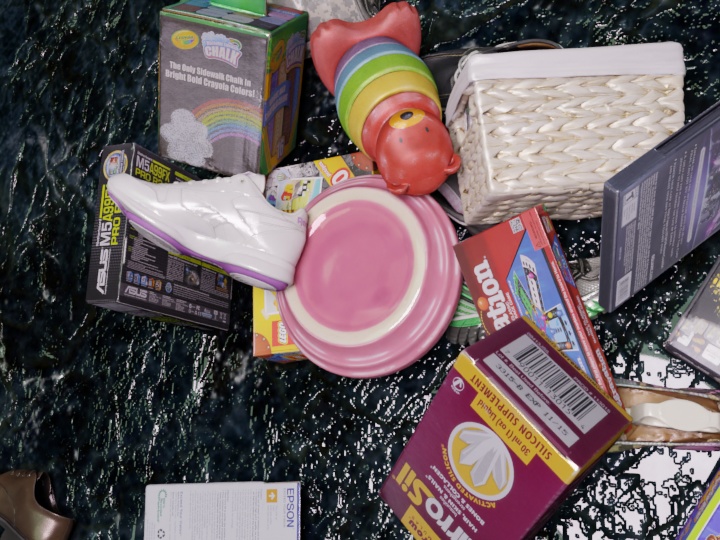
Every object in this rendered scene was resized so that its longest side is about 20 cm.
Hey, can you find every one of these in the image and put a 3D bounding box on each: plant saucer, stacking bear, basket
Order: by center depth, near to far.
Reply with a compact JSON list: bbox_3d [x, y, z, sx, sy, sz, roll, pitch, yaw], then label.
[{"bbox_3d":[0.186,-0.119,0.717,0.195,0.136,0.127,-5,80,-4],"label":"basket"},{"bbox_3d":[0.000,0.000,0.759,0.196,0.051,0.206,-5,75,20],"label":"plant saucer"},{"bbox_3d":[0.033,-0.155,0.769,0.119,0.115,0.202,-16,48,-5],"label":"stacking bear"}]

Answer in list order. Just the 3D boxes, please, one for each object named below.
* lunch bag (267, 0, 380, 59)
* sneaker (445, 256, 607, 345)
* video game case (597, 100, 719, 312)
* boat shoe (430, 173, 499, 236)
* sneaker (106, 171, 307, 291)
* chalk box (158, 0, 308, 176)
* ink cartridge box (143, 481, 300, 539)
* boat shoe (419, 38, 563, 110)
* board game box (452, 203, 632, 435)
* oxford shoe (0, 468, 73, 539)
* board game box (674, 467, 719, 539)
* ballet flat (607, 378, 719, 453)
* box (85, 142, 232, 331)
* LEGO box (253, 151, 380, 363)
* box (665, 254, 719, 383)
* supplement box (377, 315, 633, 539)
[{"bbox_3d":[-0.074,-0.327,0.901,0.195,0.139,0.172,-10,74,21],"label":"lunch bag"},{"bbox_3d":[0.166,0.012,0.743,0.195,0.078,0.087,-13,98,19],"label":"sneaker"},{"bbox_3d":[0.278,-0.067,0.656,0.198,0.144,0.019,-34,49,-16],"label":"video game case"},{"bbox_3d":[0.084,-0.109,0.830,0.067,0.057,0.200,-46,66,7],"label":"boat shoe"},{"bbox_3d":[-0.143,-0.057,0.749,0.196,0.075,0.102,23,78,-3],"label":"sneaker"},{"bbox_3d":[-0.132,-0.219,0.823,0.122,0.124,0.204,15,118,9],"label":"chalk box"},{"bbox_3d":[-0.144,0.331,0.834,0.195,0.043,0.202,-6,74,19],"label":"ink cartridge box"},{"bbox_3d":[0.128,-0.214,0.831,0.196,0.067,0.074,7,81,28],"label":"boat shoe"},{"bbox_3d":[0.157,0.055,0.693,0.102,0.019,0.204,-25,85,48],"label":"board game box"},{"bbox_3d":[-0.420,0.274,0.955,0.198,0.073,0.085,30,75,23],"label":"oxford shoe"},{"bbox_3d":[0.347,0.200,0.616,0.133,0.045,0.204,29,108,20],"label":"board game box"},{"bbox_3d":[0.247,0.129,0.700,0.195,0.071,0.071,-2,72,22],"label":"ballet flat"},{"bbox_3d":[-0.208,-0.027,0.854,0.043,0.199,0.165,-3,77,23],"label":"box"},{"bbox_3d":[-0.038,-0.011,0.847,0.145,0.077,0.205,-8,75,20],"label":"LEGO box"},{"bbox_3d":[0.391,0.052,0.668,0.198,0.049,0.163,34,90,24],"label":"box"},{"bbox_3d":[0.118,0.163,0.680,0.131,0.102,0.202,43,131,25],"label":"supplement box"}]
